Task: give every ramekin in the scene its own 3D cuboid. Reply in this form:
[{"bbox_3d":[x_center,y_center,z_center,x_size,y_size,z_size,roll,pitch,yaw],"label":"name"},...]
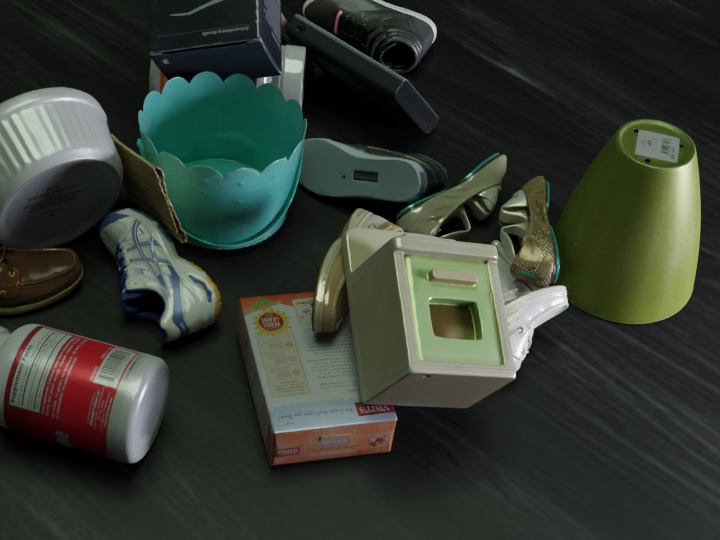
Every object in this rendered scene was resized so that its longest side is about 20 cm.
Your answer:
[{"bbox_3d":[-0.368,-0.107,1.550,0.202,0.203,0.094,-21,63,-27],"label":"ramekin"}]

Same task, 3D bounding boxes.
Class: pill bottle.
[{"bbox_3d":[-0.175,-0.258,1.782,0.199,0.115,0.115,4,43,-2],"label":"pill bottle"},{"bbox_3d":[-0.306,0.119,1.371,0.199,0.113,0.113,15,44,8],"label":"pill bottle"}]

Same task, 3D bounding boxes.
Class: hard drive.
[{"bbox_3d":[0.003,-0.263,1.806,0.200,0.140,0.033,36,89,27],"label":"hard drive"}]

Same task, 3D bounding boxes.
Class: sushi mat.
[{"bbox_3d":[-0.253,-0.099,1.569,0.012,0.096,0.200,-24,26,-19],"label":"sushi mat"}]

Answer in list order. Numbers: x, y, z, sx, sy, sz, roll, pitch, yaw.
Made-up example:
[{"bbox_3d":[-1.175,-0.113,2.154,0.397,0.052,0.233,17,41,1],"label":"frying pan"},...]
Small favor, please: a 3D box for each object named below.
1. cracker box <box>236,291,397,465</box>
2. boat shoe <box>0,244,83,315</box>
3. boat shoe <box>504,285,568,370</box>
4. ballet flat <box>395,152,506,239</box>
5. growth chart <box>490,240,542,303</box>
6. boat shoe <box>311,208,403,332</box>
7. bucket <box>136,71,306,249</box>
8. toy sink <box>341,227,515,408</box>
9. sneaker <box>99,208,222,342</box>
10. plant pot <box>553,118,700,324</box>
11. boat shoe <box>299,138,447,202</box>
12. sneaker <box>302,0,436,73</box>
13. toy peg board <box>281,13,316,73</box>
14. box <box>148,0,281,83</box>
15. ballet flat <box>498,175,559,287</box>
[{"bbox_3d":[-0.051,0.112,1.450,0.133,0.058,0.200,-4,43,-15],"label":"cracker box"},{"bbox_3d":[-0.412,0.007,1.507,0.199,0.068,0.072,-12,46,-19],"label":"boat shoe"},{"bbox_3d":[0.158,0.084,1.504,0.199,0.071,0.069,-27,71,-15],"label":"boat shoe"},{"bbox_3d":[0.127,-0.080,1.682,0.200,0.070,0.069,-32,55,-31],"label":"ballet flat"},{"bbox_3d":[0.120,0.022,1.597,0.199,0.018,0.145,-12,47,-19],"label":"growth chart"},{"bbox_3d":[0.000,0.000,1.485,0.069,0.074,0.200,13,40,11],"label":"boat shoe"},{"bbox_3d":[-0.170,-0.131,1.631,0.206,0.135,0.208,5,42,-4],"label":"bucket"},{"bbox_3d":[0.070,0.031,1.400,0.130,0.112,0.201,6,64,-28],"label":"toy sink"},{"bbox_3d":[-0.249,0.002,1.529,0.088,0.076,0.200,-31,54,-32],"label":"sneaker"},{"bbox_3d":[0.329,-0.074,1.592,0.186,0.201,0.188,4,43,-4],"label":"plant pot"},{"bbox_3d":[0.010,-0.124,1.710,0.199,0.071,0.091,15,12,28],"label":"boat shoe"},{"bbox_3d":[0.007,-0.344,1.928,0.199,0.071,0.099,15,39,2],"label":"sneaker"},{"bbox_3d":[-0.180,-0.364,1.861,0.098,0.200,0.199,-37,62,2],"label":"toy peg board"},{"bbox_3d":[-0.181,-0.344,1.679,0.147,0.104,0.201,-4,73,11],"label":"box"},{"bbox_3d":[0.203,-0.056,1.643,0.065,0.071,0.200,7,34,-4],"label":"ballet flat"}]
